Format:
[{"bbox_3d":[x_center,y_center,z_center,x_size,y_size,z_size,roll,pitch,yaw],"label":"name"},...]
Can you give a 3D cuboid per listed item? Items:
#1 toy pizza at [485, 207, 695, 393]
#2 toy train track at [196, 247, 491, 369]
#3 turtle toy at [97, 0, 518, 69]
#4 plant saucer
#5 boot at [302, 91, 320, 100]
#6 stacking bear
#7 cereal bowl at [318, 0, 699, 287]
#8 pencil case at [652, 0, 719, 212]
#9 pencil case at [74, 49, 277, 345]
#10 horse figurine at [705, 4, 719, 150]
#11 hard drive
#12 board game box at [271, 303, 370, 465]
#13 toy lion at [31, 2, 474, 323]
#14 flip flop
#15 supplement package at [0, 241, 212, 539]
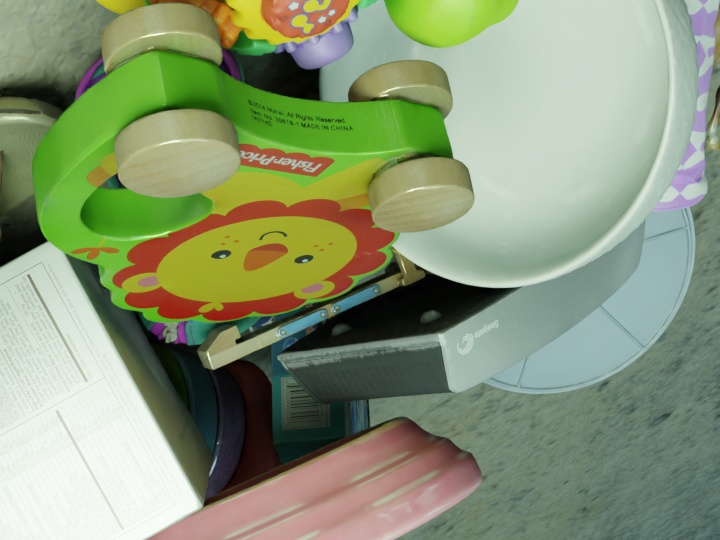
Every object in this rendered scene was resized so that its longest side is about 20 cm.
[{"bbox_3d":[0.133,-0.008,0.998,0.199,0.032,0.201,-3,114,-7],"label":"toy pizza"},{"bbox_3d":[0.000,0.000,0.797,0.199,0.033,0.115,-24,-173,-17],"label":"toy train track"},{"bbox_3d":[-0.019,-0.145,0.622,0.199,0.101,0.146,-2,142,-34],"label":"turtle toy"},{"bbox_3d":[-0.035,0.128,0.759,0.200,0.051,0.201,-23,176,-2],"label":"plant saucer"},{"bbox_3d":[0.057,-0.086,0.862,0.146,0.070,0.200,-40,147,0],"label":"boot"},{"bbox_3d":[-0.159,0.100,0.907,0.199,0.114,0.121,11,159,-38],"label":"stacking bear"},{"bbox_3d":[0.080,-0.096,0.727,0.200,0.200,0.083,-48,164,32],"label":"cereal bowl"},{"bbox_3d":[0.159,-0.128,0.770,0.085,0.084,0.201,-11,115,-31],"label":"pencil case"},{"bbox_3d":[-0.092,-0.035,0.763,0.200,0.085,0.093,85,23,-59],"label":"pencil case"},{"bbox_3d":[0.210,-0.125,0.870,0.199,0.050,0.133,-18,125,-35],"label":"horse figurine"},{"bbox_3d":[0.064,0.018,0.796,0.135,0.043,0.200,-10,-167,44],"label":"hard drive"},{"bbox_3d":[-0.023,0.078,0.949,0.047,0.152,0.200,-5,152,4],"label":"board game box"},{"bbox_3d":[-0.059,-0.028,0.649,0.199,0.069,0.191,7,151,-39],"label":"toy lion"},{"bbox_3d":[-0.217,-0.014,0.710,0.200,0.058,0.081,-34,153,9],"label":"flip flop"},{"bbox_3d":[-0.200,0.094,0.751,0.199,0.151,0.152,-29,-177,-3],"label":"supplement package"}]
